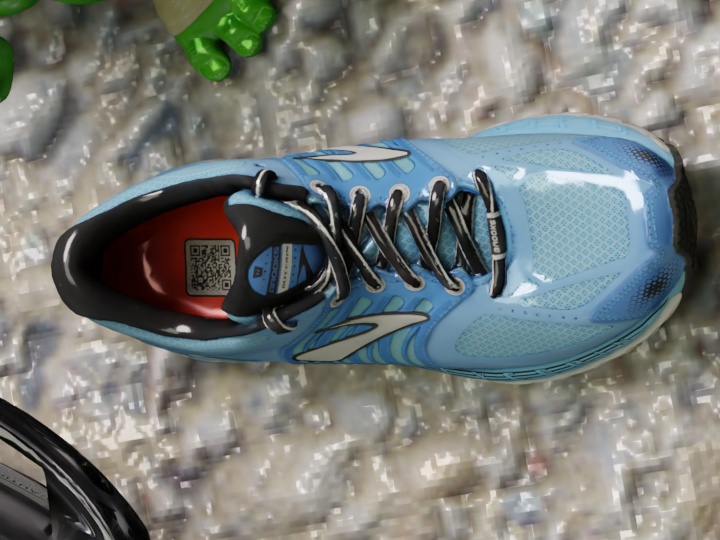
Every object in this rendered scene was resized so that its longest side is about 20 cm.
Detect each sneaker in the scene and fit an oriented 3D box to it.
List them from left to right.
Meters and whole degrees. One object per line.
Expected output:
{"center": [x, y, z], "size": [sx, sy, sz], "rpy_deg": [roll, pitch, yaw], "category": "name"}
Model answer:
{"center": [0.000, 0.000, 0.823], "size": [0.199, 0.090, 0.079], "rpy_deg": [-7, 90, 25], "category": "sneaker"}

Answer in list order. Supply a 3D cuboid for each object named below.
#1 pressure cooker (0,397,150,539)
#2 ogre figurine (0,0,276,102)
{"center": [-0.156, 0.123, 0.854], "size": [0.179, 0.175, 0.201], "rpy_deg": [34, 106, 50], "category": "pressure cooker"}
{"center": [-0.108, -0.099, 0.853], "size": [0.199, 0.120, 0.098], "rpy_deg": [23, 103, 23], "category": "ogre figurine"}
